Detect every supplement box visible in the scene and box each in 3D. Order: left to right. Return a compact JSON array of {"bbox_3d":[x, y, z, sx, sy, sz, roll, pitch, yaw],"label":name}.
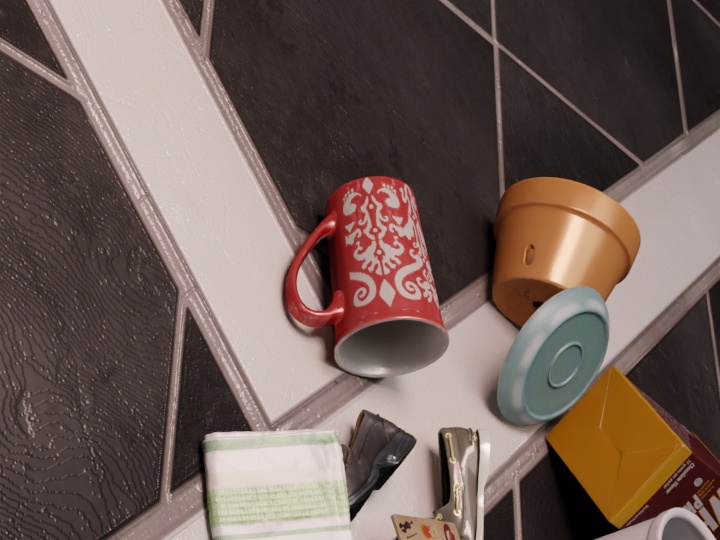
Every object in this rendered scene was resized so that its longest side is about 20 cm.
[{"bbox_3d":[0.381,0.266,2.025,0.200,0.133,0.198,38,9,-32],"label":"supplement box"}]

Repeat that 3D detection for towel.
[{"bbox_3d":[-0.079,0.258,1.553,0.147,0.031,0.202,0,67,-21],"label":"towel"}]

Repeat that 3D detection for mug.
[{"bbox_3d":[0.010,-0.004,1.793,0.177,0.133,0.202,27,45,-43],"label":"mug"}]

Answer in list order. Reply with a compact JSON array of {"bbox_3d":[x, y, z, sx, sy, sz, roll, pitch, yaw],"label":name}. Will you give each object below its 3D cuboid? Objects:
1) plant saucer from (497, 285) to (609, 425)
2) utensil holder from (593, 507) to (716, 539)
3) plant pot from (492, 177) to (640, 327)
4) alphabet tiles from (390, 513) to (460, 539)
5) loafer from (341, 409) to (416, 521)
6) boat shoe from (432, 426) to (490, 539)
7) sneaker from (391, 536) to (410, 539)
[{"bbox_3d":[0.253,0.115,1.996,0.199,0.202,0.027,12,18,-49],"label":"plant saucer"},{"bbox_3d":[0.322,0.394,1.877,0.169,0.199,0.172,30,47,-38],"label":"utensil holder"},{"bbox_3d":[0.259,-0.006,2.083,0.200,0.199,0.141,41,57,-29],"label":"plant pot"},{"bbox_3d":[0.095,0.351,1.655,0.166,0.008,0.201,16,43,-42],"label":"alphabet tiles"},{"bbox_3d":[-0.016,0.220,1.676,0.072,0.073,0.200,39,35,8],"label":"loafer"},{"bbox_3d":[0.111,0.278,1.799,0.060,0.072,0.204,8,68,-4],"label":"boat shoe"},{"bbox_3d":[0.034,0.350,1.653,0.116,0.075,0.200,48,30,-9],"label":"sneaker"}]
